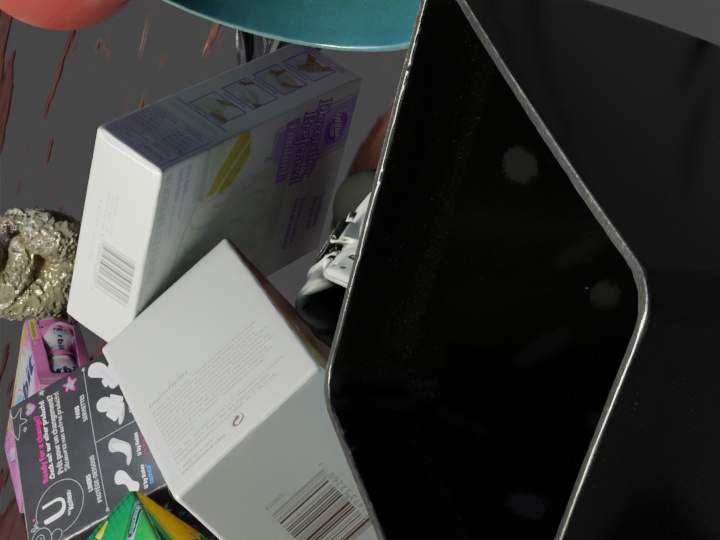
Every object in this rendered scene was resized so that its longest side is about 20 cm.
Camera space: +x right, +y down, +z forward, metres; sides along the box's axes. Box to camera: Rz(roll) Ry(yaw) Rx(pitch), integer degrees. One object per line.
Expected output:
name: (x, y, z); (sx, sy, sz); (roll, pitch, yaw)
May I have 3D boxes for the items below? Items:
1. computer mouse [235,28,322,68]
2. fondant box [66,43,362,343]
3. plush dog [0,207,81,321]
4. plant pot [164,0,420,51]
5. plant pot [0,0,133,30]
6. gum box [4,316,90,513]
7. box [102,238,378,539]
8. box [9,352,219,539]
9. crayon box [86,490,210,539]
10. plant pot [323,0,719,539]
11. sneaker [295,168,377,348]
computer mouse: (-0.052, -0.184, 1.312); (0.200, 0.046, 0.141); (108, 159, -50)
fondant box: (-0.093, -0.050, 1.195); (0.058, 0.200, 0.144); (33, 129, 22)
plush dog: (-0.418, 0.007, 2.106); (0.200, 0.171, 0.161); (-171, 82, -69)
plant pot: (-0.030, -0.248, 1.059); (0.200, 0.200, 0.188); (165, 120, -69)
plant pot: (-0.236, -0.322, 1.624); (0.177, 0.200, 0.201); (-7, 83, 60)
gum box: (-0.346, 0.158, 2.056); (0.114, 0.066, 0.200); (-116, 33, -48)
box: (-0.047, 0.096, 1.086); (0.106, 0.152, 0.200); (-42, 30, 1)
box: (-0.129, 0.159, 1.246); (0.200, 0.115, 0.132); (46, -161, -46)
crayon box: (-0.071, 0.229, 1.122); (0.058, 0.200, 0.119); (-48, 32, 3)
plant pot: (0.112, 0.027, 0.654); (0.200, 0.177, 0.200); (-115, 32, -50)
sneaker: (0.000, 0.000, 1.094); (0.200, 0.088, 0.074); (-116, 32, -54)
